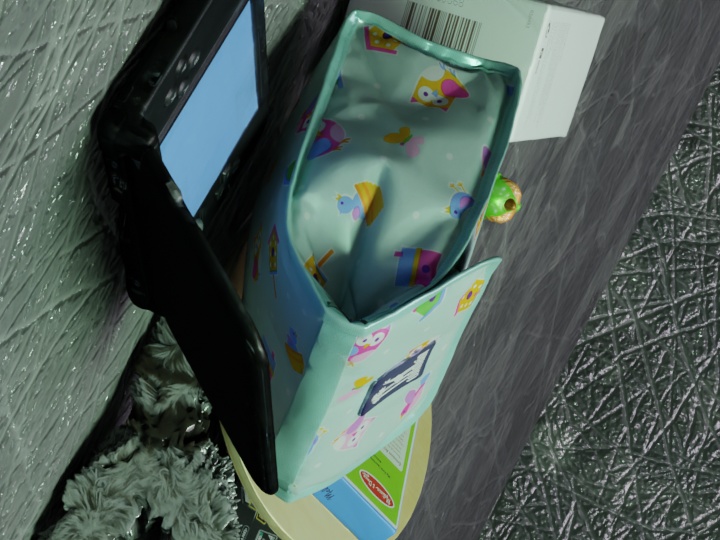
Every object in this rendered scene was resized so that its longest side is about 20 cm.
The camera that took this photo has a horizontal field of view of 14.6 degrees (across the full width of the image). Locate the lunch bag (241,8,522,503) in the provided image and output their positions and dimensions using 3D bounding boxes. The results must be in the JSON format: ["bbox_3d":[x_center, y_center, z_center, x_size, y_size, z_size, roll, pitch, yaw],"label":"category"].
[{"bbox_3d":[0.000,0.000,1.427,0.171,0.121,0.201,114,-8,-52],"label":"lunch bag"}]

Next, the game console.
[{"bbox_3d":[-0.049,-0.024,1.266,0.176,0.116,0.200,-60,170,-20],"label":"game console"}]

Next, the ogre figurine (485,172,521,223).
[{"bbox_3d":[0.045,-0.058,1.743,0.200,0.098,0.120,-49,-172,1],"label":"ogre figurine"}]

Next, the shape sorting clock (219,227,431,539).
[{"bbox_3d":[-0.021,0.063,1.563,0.200,0.039,0.201,30,53,-50],"label":"shape sorting clock"}]

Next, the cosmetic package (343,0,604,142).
[{"bbox_3d":[0.062,-0.125,1.577,0.200,0.112,0.082,-6,114,-75],"label":"cosmetic package"}]

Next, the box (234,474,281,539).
[{"bbox_3d":[-0.072,0.165,1.691,0.200,0.049,0.199,-82,-167,-76],"label":"box"}]

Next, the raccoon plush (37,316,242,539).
[{"bbox_3d":[-0.098,0.120,1.467,0.201,0.096,0.134,-61,177,-15],"label":"raccoon plush"}]

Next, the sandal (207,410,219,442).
[{"bbox_3d":[-0.108,0.139,1.572,0.201,0.043,0.076,-68,169,22],"label":"sandal"}]
